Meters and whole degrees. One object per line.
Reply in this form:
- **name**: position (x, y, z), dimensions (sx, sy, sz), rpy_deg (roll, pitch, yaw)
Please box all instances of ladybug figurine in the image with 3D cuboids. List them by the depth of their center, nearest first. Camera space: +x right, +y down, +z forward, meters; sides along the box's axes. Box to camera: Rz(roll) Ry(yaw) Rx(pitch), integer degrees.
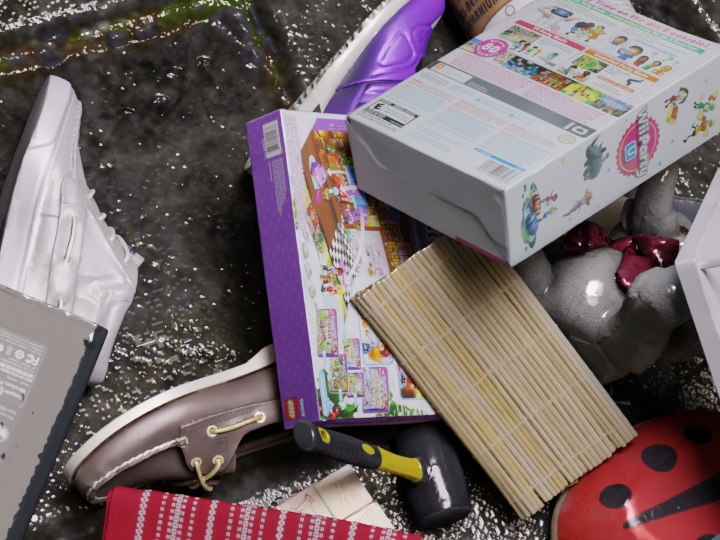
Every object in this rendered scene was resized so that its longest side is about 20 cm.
- **ladybug figurine**: position (0.217, 0.159, 1.483), dimensions (0.200, 0.072, 0.136), rpy_deg (-23, 75, -24)

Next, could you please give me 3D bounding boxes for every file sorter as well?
- **file sorter**: position (0.294, 0.041, 1.381), dimensions (0.201, 0.124, 0.139), rpy_deg (68, 27, -19)

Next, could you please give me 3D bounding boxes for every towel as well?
- **towel**: position (-0.070, 0.213, 1.336), dimensions (0.199, 0.022, 0.145), rpy_deg (8, 84, 11)

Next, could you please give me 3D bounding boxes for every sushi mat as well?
- **sushi mat**: position (0.088, 0.064, 1.430), dimensions (0.096, 0.012, 0.200), rpy_deg (-38, 110, -1)

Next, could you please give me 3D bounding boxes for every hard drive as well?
- **hard drive**: position (-0.255, 0.103, 1.354), dimensions (0.139, 0.033, 0.201), rpy_deg (23, 79, -6)

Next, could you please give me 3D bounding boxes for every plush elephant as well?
- **plush elephant**: position (0.180, -0.001, 1.480), dimensions (0.164, 0.200, 0.155), rpy_deg (22, 56, 26)

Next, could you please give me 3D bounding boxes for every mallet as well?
- **mallet**: position (0.014, 0.127, 1.389), dimensions (0.041, 0.200, 0.066), rpy_deg (-25, 75, 20)

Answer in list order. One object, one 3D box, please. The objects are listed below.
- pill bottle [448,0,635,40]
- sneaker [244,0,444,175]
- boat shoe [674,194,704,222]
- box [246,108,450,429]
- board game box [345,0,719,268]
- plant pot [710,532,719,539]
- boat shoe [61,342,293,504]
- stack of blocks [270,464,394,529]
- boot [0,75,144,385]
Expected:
- **pill bottle**: position (0.120, -0.205, 1.593), dimensions (0.114, 0.114, 0.200), rpy_deg (-20, 74, -24)
- **sneaker**: position (0.012, -0.108, 1.549), dimensions (0.099, 0.070, 0.200), rpy_deg (41, 65, -4)
- **boat shoe**: position (0.288, -0.012, 1.587), dimensions (0.199, 0.062, 0.075), rpy_deg (24, 62, -6)
- **box**: position (0.000, 0.000, 1.440), dimensions (0.137, 0.039, 0.201), rpy_deg (1, 77, -42)
- **board game box**: position (0.114, -0.096, 1.406), dimensions (0.200, 0.064, 0.147), rpy_deg (-33, 42, -27)
- **plant pot**: position (0.371, 0.217, 1.399), dimensions (0.196, 0.200, 0.197), rpy_deg (-33, 103, -27)
- **boat shoe**: position (-0.093, 0.103, 1.416), dimensions (0.200, 0.072, 0.060), rpy_deg (-24, 72, -31)
- **stack of blocks**: position (-0.006, 0.237, 1.387), dimensions (0.115, 0.059, 0.200), rpy_deg (-28, 77, -26)
- **boot**: position (-0.187, -0.023, 1.449), dimensions (0.095, 0.074, 0.201), rpy_deg (16, 71, -16)
